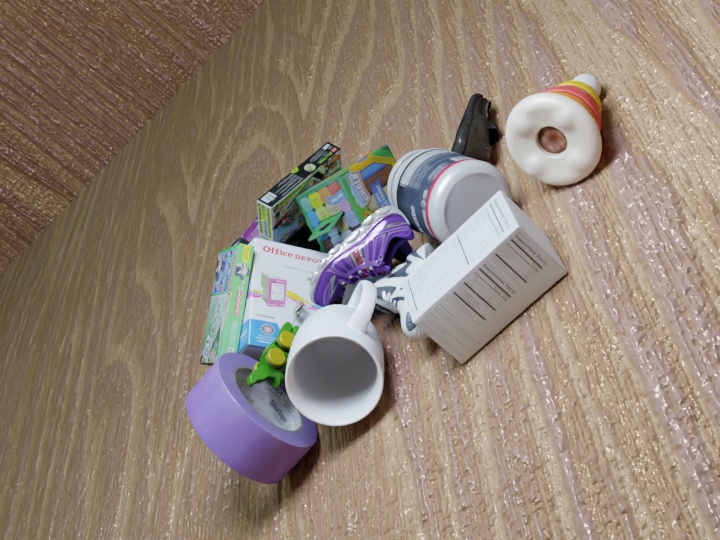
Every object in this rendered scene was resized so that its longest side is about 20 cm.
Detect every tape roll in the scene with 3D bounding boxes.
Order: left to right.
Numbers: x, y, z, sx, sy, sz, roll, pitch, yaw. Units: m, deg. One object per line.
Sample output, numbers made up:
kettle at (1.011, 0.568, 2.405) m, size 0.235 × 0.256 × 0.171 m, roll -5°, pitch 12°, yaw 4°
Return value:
tape roll at (-0.167, 0.227, 1.622) m, size 0.085 × 0.199 × 0.201 m, roll -47°, pitch 26°, yaw 15°

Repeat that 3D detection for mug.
mug at (-0.025, 0.108, 1.590) m, size 0.176 × 0.146 × 0.201 m, roll -85°, pitch 20°, yaw -69°

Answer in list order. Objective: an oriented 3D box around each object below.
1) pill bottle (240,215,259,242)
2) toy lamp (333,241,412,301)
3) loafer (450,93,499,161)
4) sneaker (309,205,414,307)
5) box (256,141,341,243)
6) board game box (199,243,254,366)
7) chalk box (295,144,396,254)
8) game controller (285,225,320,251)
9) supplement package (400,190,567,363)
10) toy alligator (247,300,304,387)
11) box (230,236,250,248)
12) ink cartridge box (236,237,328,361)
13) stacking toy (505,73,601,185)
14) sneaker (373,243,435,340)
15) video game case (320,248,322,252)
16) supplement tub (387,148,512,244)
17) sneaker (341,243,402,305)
pill bottle at (-0.152, -0.077, 2.026) m, size 0.200 × 0.112 × 0.113 m, roll -49°, pitch 25°, yaw 18°
toy lamp at (0.000, 0.000, 1.810) m, size 0.199 × 0.058 × 0.059 m, roll -32°, pitch 32°, yaw 33°
loafer at (0.202, -0.234, 1.787) m, size 0.201 × 0.071 × 0.073 m, roll -67°, pitch -2°, yaw -51°
sneaker at (0.001, -0.012, 1.636) m, size 0.200 × 0.084 × 0.081 m, roll -44°, pitch -18°, yaw 6°
box at (-0.106, -0.133, 1.873) m, size 0.035 × 0.111 × 0.200 m, roll 28°, pitch 52°, yaw 24°
board game box at (-0.227, 0.061, 1.774) m, size 0.134 × 0.029 × 0.203 m, roll 170°, pitch 110°, yaw -66°
chalk box at (-0.020, -0.112, 1.821) m, size 0.124 × 0.125 × 0.200 m, roll -21°, pitch 10°, yaw 45°
game controller at (-0.124, -0.005, 1.907) m, size 0.042 × 0.104 × 0.202 m, roll -8°, pitch 51°, yaw 30°
supplement package at (0.170, 0.010, 1.465) m, size 0.200 × 0.109 × 0.114 m, roll -43°, pitch 27°, yaw 17°
toy alligator at (-0.116, 0.126, 1.660) m, size 0.059 × 0.054 × 0.201 m, roll -43°, pitch 10°, yaw 42°
box at (-0.175, 0.050, 1.890) m, size 0.036 × 0.142 × 0.202 m, roll -34°, pitch 41°, yaw 33°
ink cartridge box at (-0.133, 0.059, 1.775) m, size 0.085 × 0.143 × 0.202 m, roll 134°, pitch 142°, yaw -53°
stacking toy at (0.315, -0.233, 1.567) m, size 0.145 × 0.147 × 0.200 m, roll -24°, pitch 18°, yaw 43°
sneaker at (0.063, 0.055, 1.615) m, size 0.129 × 0.079 × 0.200 m, roll -36°, pitch 30°, yaw 31°
video game case at (-0.063, -0.027, 1.983) m, size 0.199 × 0.022 × 0.183 m, roll -36°, pitch 30°, yaw 27°
supplement tub at (0.136, -0.116, 1.645) m, size 0.141 × 0.140 × 0.200 m, roll -52°, pitch 26°, yaw -3°
sneaker at (0.022, 0.023, 1.719) m, size 0.074 × 0.081 × 0.202 m, roll -52°, pitch -20°, yaw -71°
